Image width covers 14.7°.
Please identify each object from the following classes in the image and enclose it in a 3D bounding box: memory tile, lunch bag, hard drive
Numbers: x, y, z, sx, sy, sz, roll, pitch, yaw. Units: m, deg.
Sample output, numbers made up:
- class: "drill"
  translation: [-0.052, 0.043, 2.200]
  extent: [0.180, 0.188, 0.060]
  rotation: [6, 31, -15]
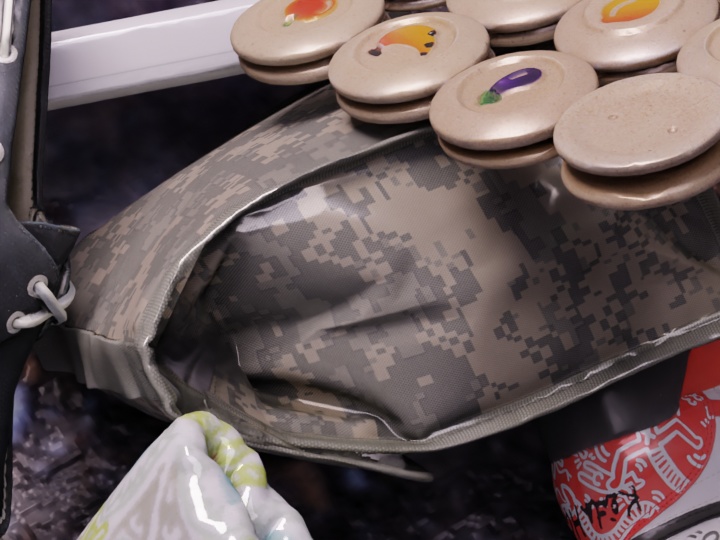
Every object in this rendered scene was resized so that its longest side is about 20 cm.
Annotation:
- class: "memory tile"
  translation: [0.066, -0.080, 0.838]
  extent: [0.153, 0.017, 0.200]
  rotation: [-34, 36, -27]
- class: "lunch bag"
  translation: [0.000, 0.000, 0.898]
  extent: [0.200, 0.164, 0.118]
  rotation: [-23, 101, -15]
- class: "hard drive"
  translation: [-0.090, -0.072, 0.962]
  extent: [0.200, 0.132, 0.027]
  rotation: [-12, 96, -8]

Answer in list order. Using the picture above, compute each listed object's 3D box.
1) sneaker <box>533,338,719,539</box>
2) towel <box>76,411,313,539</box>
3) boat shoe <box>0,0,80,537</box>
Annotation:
- class: "sneaker"
  translation: [0.155, 0.067, 0.945]
  extent: [0.201, 0.067, 0.108]
  rotation: [-16, 87, -30]
- class: "towel"
  translation: [-0.046, 0.169, 0.785]
  extent: [0.048, 0.171, 0.200]
  rotation: [8, 41, -50]
- class: "boat shoe"
  translation: [-0.116, -0.012, 0.854]
  extent: [0.060, 0.076, 0.200]
  rotation: [-4, 94, 1]
